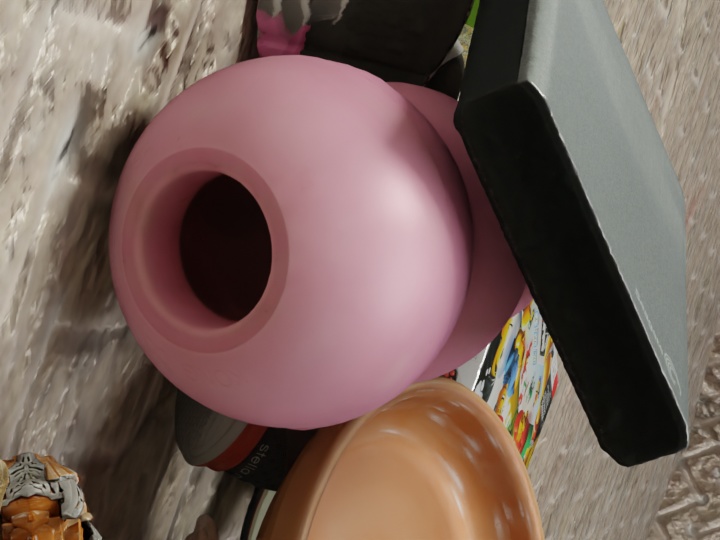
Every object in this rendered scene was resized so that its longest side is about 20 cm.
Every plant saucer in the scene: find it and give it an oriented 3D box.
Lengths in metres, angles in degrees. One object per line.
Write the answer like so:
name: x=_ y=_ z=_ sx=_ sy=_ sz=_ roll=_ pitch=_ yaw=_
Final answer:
plant saucer: x=0.011 y=0.139 z=0.920 sx=0.200 sy=0.037 sz=0.201 roll=2 pitch=87 yaw=-57

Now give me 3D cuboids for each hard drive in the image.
hard drive: x=0.079 y=-0.037 z=0.863 sx=0.200 sy=0.033 sz=0.140 roll=-74 pitch=142 yaw=-64

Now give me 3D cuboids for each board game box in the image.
board game box: x=0.054 y=0.058 z=1.100 sx=0.200 sy=0.034 sz=0.127 roll=78 pitch=31 yaw=-62

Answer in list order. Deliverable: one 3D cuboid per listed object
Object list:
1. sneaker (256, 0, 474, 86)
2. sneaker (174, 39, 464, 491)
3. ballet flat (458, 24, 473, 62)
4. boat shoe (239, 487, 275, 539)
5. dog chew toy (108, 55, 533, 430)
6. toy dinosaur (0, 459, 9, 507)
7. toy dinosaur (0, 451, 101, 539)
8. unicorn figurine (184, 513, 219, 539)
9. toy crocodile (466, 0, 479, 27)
sneaker: x=0.020 y=-0.155 z=0.911 sx=0.086 sy=0.080 sz=0.201 roll=-67 pitch=177 yaw=-73
sneaker: x=0.000 y=0.000 z=0.967 sx=0.200 sy=0.082 sz=0.077 roll=-62 pitch=-159 yaw=-7
ballet flat: x=0.016 y=-0.023 z=1.093 sx=0.071 sy=0.070 sz=0.201 roll=67 pitch=43 yaw=-71
boat shoe: x=-0.013 y=0.084 z=1.128 sx=0.062 sy=0.071 sz=0.200 roll=-21 pitch=-145 yaw=48
dog chew toy: x=0.004 y=-0.013 z=0.849 sx=0.200 sy=0.124 sz=0.125 roll=-7 pitch=116 yaw=-57
toy dinosaur: x=-0.135 y=0.135 z=0.685 sx=0.101 sy=0.058 sz=0.201 roll=36 pitch=73 yaw=-78
toy dinosaur: x=-0.098 y=0.162 z=0.755 sx=0.136 sy=0.102 sz=0.201 roll=95 pitch=7 yaw=-59
unicorn figurine: x=-0.077 y=0.202 z=0.890 sx=0.137 sy=0.201 sz=0.074 roll=-14 pitch=171 yaw=-35
toy crocodile: x=0.076 y=-0.130 z=1.207 sx=0.068 sy=0.062 sz=0.201 roll=-45 pitch=151 yaw=-64
